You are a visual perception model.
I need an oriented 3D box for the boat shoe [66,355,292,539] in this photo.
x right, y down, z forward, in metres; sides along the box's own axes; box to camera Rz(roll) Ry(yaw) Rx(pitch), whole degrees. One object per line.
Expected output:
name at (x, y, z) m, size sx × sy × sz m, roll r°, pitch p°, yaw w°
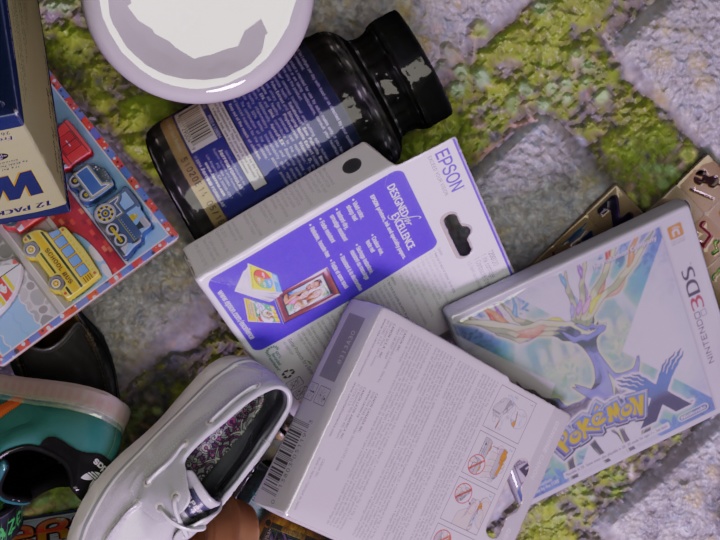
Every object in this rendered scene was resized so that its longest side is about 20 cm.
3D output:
boat shoe at (-0.120, 0.147, 1.083) m, size 0.200 × 0.069 × 0.072 m, roll -46°, pitch 123°, yaw -17°

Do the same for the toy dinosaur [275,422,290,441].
toy dinosaur at (0.030, 0.161, 1.227) m, size 0.200 × 0.058 × 0.101 m, roll 40°, pitch 110°, yaw -5°

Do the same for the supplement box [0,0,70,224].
supplement box at (-0.277, -0.144, 1.007) m, size 0.134 × 0.200 × 0.200 m, roll -10°, pitch 77°, yaw -4°

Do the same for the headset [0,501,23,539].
headset at (-0.341, 0.155, 1.144) m, size 0.200 × 0.124 × 0.094 m, roll 5°, pitch 105°, yaw 15°

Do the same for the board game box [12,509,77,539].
board game box at (-0.250, 0.227, 1.158) m, size 0.200 × 0.135 × 0.034 m, roll -9°, pitch 110°, yaw -5°

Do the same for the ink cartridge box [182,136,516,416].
ink cartridge box at (0.000, 0.000, 1.131) m, size 0.200 × 0.043 × 0.198 m, roll -28°, pitch 141°, yaw 0°

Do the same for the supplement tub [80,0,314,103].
supplement tub at (-0.108, -0.192, 1.047) m, size 0.145 × 0.200 × 0.146 m, roll -1°, pitch 103°, yaw -6°

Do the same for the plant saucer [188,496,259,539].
plant saucer at (-0.137, 0.253, 1.143) m, size 0.032 × 0.200 × 0.200 m, roll 29°, pitch 98°, yaw -16°

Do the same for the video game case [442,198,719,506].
video game case at (0.181, 0.065, 1.204) m, size 0.200 × 0.022 × 0.182 m, roll -25°, pitch 115°, yaw -5°

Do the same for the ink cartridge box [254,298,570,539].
ink cartridge box at (0.041, 0.132, 1.141) m, size 0.200 × 0.050 × 0.161 m, roll 30°, pitch 82°, yaw -34°

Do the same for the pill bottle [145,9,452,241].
pill bottle at (-0.042, -0.099, 1.122) m, size 0.200 × 0.112 × 0.112 m, roll -29°, pitch 104°, yaw 1°

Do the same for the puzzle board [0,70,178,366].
puzzle board at (-0.244, -0.055, 1.097) m, size 0.151 × 0.017 × 0.200 m, roll -37°, pitch 77°, yaw -11°

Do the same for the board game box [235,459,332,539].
board game box at (-0.079, 0.262, 1.198) m, size 0.200 × 0.135 × 0.028 m, roll -57°, pitch 146°, yaw 7°

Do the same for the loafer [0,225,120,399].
loafer at (-0.229, 0.049, 1.153) m, size 0.073 × 0.072 × 0.200 m, roll -22°, pitch 105°, yaw -2°

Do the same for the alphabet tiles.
alphabet tiles at (0.228, 0.013, 1.233) m, size 0.200 × 0.008 × 0.167 m, roll -44°, pitch 103°, yaw 4°

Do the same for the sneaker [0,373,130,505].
sneaker at (-0.263, 0.121, 1.123) m, size 0.200 × 0.080 × 0.071 m, roll 1°, pitch 146°, yaw 24°
